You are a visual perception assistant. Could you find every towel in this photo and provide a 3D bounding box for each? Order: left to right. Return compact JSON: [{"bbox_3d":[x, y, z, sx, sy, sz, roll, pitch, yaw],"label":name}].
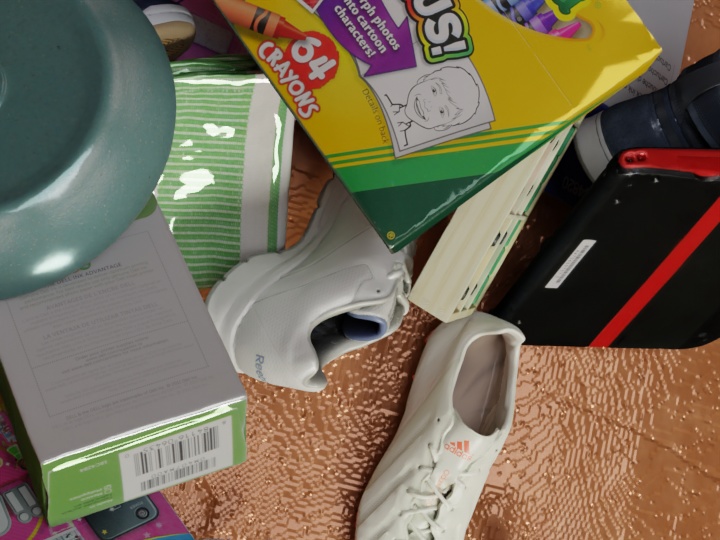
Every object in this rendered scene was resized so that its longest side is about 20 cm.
[{"bbox_3d":[-0.134,-0.045,1.004,0.199,0.023,0.153,-7,125,-17],"label":"towel"}]

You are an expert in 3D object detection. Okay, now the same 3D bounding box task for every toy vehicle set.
[{"bbox_3d":[0.095,-0.065,1.046,0.026,0.124,0.201,30,97,8],"label":"toy vehicle set"}]

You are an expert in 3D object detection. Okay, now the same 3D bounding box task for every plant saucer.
[{"bbox_3d":[-0.192,-0.083,0.899,0.199,0.036,0.201,-1,67,2],"label":"plant saucer"}]

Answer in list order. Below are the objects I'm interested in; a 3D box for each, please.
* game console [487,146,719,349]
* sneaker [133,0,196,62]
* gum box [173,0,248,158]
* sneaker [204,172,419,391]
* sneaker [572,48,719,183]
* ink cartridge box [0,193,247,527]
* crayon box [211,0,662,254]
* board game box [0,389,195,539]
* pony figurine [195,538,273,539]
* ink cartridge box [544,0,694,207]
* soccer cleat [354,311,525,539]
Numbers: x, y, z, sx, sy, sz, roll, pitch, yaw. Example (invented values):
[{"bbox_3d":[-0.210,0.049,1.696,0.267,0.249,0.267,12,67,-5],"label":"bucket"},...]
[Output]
[{"bbox_3d":[0.188,-0.011,1.121,0.176,0.200,0.031,3,56,-22],"label":"game console"},{"bbox_3d":[-0.194,-0.151,0.986,0.199,0.070,0.109,-11,74,-7],"label":"sneaker"},{"bbox_3d":[-0.051,-0.146,1.081,0.199,0.066,0.114,-24,98,-24],"label":"gum box"},{"bbox_3d":[0.000,0.000,1.041,0.200,0.087,0.075,-47,144,-26],"label":"sneaker"},{"bbox_3d":[0.247,-0.071,1.146,0.202,0.146,0.077,26,42,-47],"label":"sneaker"},{"bbox_3d":[-0.138,0.019,0.914,0.103,0.059,0.201,-17,55,-17],"label":"ink cartridge box"},{"bbox_3d":[0.028,-0.140,0.951,0.172,0.058,0.200,-36,87,1],"label":"crayon box"},{"bbox_3d":[-0.194,0.109,0.910,0.147,0.064,0.200,-23,61,-32],"label":"board game box"},{"bbox_3d":[-0.128,0.219,0.991,0.192,0.167,0.201,6,99,-17],"label":"pony figurine"},{"bbox_3d":[0.136,-0.152,1.145,0.199,0.040,0.201,22,78,-46],"label":"ink cartridge box"},{"bbox_3d":[0.048,0.120,1.104,0.069,0.077,0.201,21,78,-23],"label":"soccer cleat"}]
